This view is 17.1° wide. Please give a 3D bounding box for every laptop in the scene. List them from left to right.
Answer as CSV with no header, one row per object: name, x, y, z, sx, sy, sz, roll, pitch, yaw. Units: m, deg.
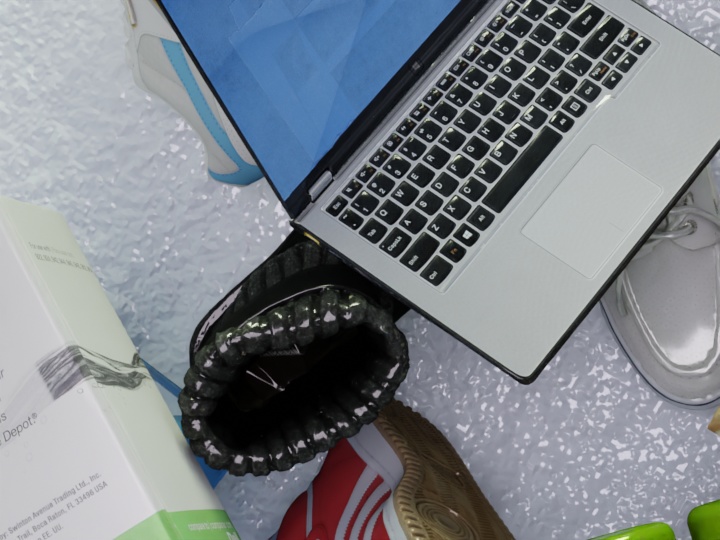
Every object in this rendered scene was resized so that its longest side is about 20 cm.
laptop,0.048,-0.095,1.010,0.199,0.116,0.187,34,67,16

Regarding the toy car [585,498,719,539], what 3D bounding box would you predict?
toy car,0.118,0.199,1.068,0.157,0.200,0.166,-11,83,-34

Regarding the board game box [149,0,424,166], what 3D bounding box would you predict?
board game box,-0.036,-0.149,1.102,0.134,0.034,0.200,-34,81,-32

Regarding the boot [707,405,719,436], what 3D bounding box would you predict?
boot,0.199,-0.016,1.006,0.174,0.066,0.201,27,96,11

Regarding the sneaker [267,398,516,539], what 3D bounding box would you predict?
sneaker,0.008,0.141,1.082,0.071,0.200,0.113,30,102,-19

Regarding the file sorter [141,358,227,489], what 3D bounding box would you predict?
file sorter,-0.169,0.123,1.136,0.122,0.139,0.201,35,96,14

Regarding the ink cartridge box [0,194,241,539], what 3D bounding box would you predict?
ink cartridge box,-0.153,0.091,1.019,0.145,0.084,0.201,-32,77,11

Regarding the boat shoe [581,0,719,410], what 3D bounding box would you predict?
boat shoe,0.134,-0.035,1.101,0.074,0.086,0.204,-11,86,11

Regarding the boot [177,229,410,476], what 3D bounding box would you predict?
boot,0.001,0.002,1.084,0.079,0.158,0.211,41,91,-5

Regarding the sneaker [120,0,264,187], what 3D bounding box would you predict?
sneaker,-0.088,-0.134,1.154,0.081,0.076,0.201,-44,70,32
